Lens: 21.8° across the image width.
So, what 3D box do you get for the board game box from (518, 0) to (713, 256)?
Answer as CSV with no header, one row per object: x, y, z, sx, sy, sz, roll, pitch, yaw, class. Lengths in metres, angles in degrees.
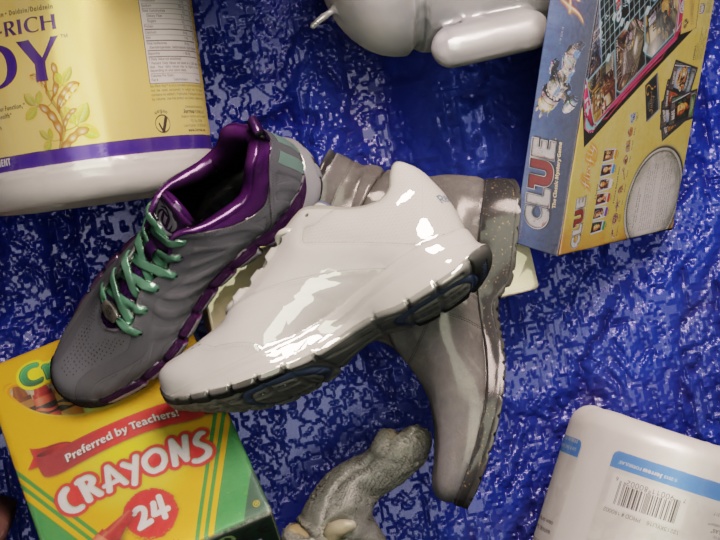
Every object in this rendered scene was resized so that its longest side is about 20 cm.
0.158,-0.116,1.129,0.135,0.035,0.200,-12,115,-49,board game box

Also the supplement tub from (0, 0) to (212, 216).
-0.169,-0.139,1.097,0.145,0.145,0.200,-9,91,-8,supplement tub

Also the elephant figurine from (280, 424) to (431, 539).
-0.037,0.204,1.123,0.200,0.155,0.142,-13,53,-11,elephant figurine

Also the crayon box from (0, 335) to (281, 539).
-0.140,0.098,1.096,0.127,0.051,0.200,-23,54,-8,crayon box

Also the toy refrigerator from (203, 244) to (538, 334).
0.000,0.000,1.156,0.200,0.076,0.070,-14,92,-7,toy refrigerator

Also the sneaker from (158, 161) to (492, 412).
-0.027,0.015,1.047,0.200,0.075,0.087,-29,74,3,sneaker

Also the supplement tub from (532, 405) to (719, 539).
0.164,0.194,1.151,0.132,0.132,0.200,18,89,-7,supplement tub

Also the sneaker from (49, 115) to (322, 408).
-0.115,-0.010,1.050,0.200,0.088,0.074,-47,63,4,sneaker

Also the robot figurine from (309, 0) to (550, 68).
0.059,-0.194,1.143,0.200,0.113,0.170,-10,53,-7,robot figurine

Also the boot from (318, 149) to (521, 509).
0.020,0.035,1.096,0.131,0.070,0.200,5,82,-1,boot

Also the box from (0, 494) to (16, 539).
-0.310,0.208,1.069,0.164,0.166,0.200,21,88,-6,box
